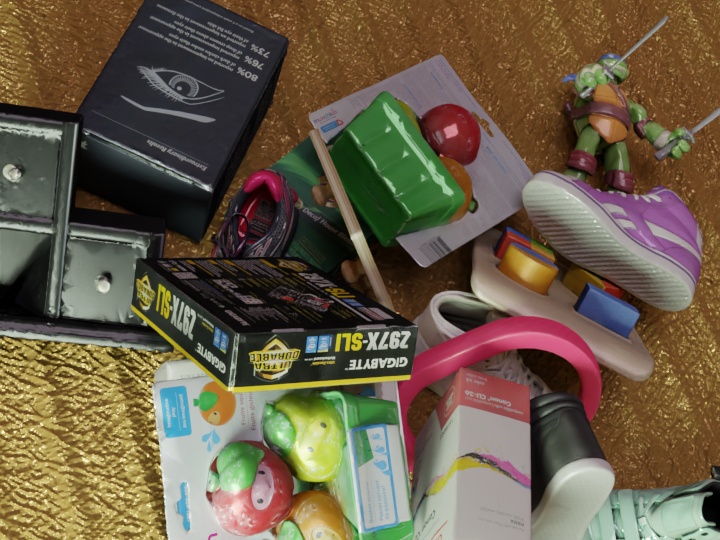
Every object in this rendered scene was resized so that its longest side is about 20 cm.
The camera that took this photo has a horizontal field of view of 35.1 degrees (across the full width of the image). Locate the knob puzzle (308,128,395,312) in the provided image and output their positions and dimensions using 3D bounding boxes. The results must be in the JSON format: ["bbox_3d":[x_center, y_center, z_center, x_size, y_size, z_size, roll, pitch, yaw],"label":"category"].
[{"bbox_3d":[0.000,0.000,1.006,0.030,0.220,0.222,-23,70,0],"label":"knob puzzle"}]

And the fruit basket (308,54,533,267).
[{"bbox_3d":[0.067,-0.110,1.119,0.199,0.094,0.186,-29,78,-43],"label":"fruit basket"}]

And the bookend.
[{"bbox_3d":[-0.247,-0.046,0.973,0.196,0.092,0.202,7,101,-12],"label":"bookend"}]

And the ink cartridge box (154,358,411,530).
[{"bbox_3d":[-0.068,0.144,0.971,0.196,0.084,0.149,-3,81,-18],"label":"ink cartridge box"}]

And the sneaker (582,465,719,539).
[{"bbox_3d":[0.250,0.218,1.021,0.197,0.119,0.075,-1,65,-14],"label":"sneaker"}]

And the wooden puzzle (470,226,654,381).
[{"bbox_3d":[0.193,0.016,1.088,0.183,0.047,0.200,28,17,-1],"label":"wooden puzzle"}]

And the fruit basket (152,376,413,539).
[{"bbox_3d":[-0.053,0.165,0.853,0.198,0.093,0.189,-2,82,-40],"label":"fruit basket"}]

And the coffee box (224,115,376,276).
[{"bbox_3d":[-0.026,-0.077,1.136,0.123,0.044,0.199,45,61,9],"label":"coffee box"}]

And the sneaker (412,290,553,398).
[{"bbox_3d":[0.133,0.097,1.051,0.198,0.116,0.074,31,57,1],"label":"sneaker"}]

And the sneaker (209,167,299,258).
[{"bbox_3d":[-0.114,0.004,1.030,0.079,0.075,0.204,14,83,5],"label":"sneaker"}]

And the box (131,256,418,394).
[{"bbox_3d":[-0.074,0.036,0.901,0.157,0.199,0.050,1,106,-34],"label":"box"}]

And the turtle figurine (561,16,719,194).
[{"bbox_3d":[0.280,-0.148,1.186,0.197,0.144,0.197,7,74,33],"label":"turtle figurine"}]

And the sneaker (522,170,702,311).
[{"bbox_3d":[0.255,-0.055,1.137,0.199,0.073,0.115,35,54,-8],"label":"sneaker"}]

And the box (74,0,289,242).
[{"bbox_3d":[-0.175,-0.155,1.099,0.146,0.105,0.202,25,60,-2],"label":"box"}]

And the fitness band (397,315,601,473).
[{"bbox_3d":[0.118,0.119,1.010,0.145,0.198,0.038,59,17,-21],"label":"fitness band"}]

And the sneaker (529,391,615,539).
[{"bbox_3d":[0.153,0.182,0.976,0.069,0.201,0.100,6,48,-15],"label":"sneaker"}]

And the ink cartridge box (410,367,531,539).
[{"bbox_3d":[0.084,0.196,0.903,0.066,0.117,0.202,15,47,-9],"label":"ink cartridge box"}]
